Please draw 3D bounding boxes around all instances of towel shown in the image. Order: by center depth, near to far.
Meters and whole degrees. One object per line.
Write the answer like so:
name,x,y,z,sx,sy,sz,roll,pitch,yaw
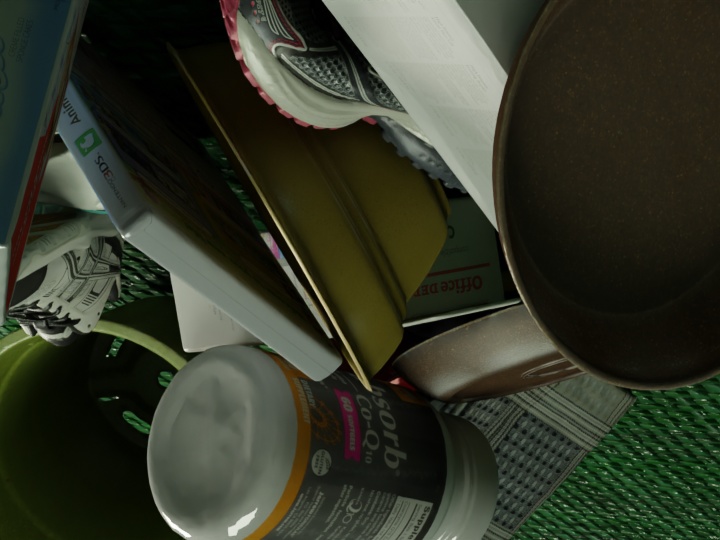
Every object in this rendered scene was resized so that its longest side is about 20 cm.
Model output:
towel,0.087,0.120,1.402,0.035,0.193,0.200,47,-174,38

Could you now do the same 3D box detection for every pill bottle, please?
pill bottle,-0.017,0.116,1.228,0.116,0.117,0.200,-8,163,43

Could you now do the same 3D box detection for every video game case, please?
video game case,-0.100,-0.044,1.070,0.022,0.182,0.200,-39,145,7

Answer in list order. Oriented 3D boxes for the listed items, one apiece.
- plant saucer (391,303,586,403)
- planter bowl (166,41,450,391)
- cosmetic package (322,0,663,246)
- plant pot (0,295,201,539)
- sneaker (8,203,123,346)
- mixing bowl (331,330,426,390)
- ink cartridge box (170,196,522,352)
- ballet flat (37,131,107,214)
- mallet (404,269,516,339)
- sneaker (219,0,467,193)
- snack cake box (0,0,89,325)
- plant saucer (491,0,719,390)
plant saucer,0.118,0.042,1.232,0.200,0.032,0.200,-15,170,-3
planter bowl,-0.012,-0.046,1.041,0.083,0.201,0.200,-30,157,-2
cosmetic package,0.049,-0.095,0.877,0.082,0.051,0.200,10,147,49
plant pot,-0.156,0.101,1.422,0.200,0.201,0.190,8,-164,8
sneaker,-0.180,0.007,1.213,0.075,0.088,0.200,-1,-166,17
mixing bowl,0.001,0.104,1.426,0.108,0.200,0.200,48,-174,37
ink cartridge box,0.000,0.000,1.196,0.200,0.068,0.116,-7,-177,42
ballet flat,-0.208,-0.071,1.195,0.200,0.070,0.069,2,159,30
mallet,0.098,0.010,1.284,0.200,0.041,0.066,-10,151,38
sneaker,0.017,-0.104,0.953,0.200,0.081,0.075,19,143,-39
snack cake box,-0.157,-0.090,0.884,0.067,0.200,0.115,14,160,-8
plant saucer,0.125,-0.052,0.865,0.200,0.201,0.037,26,175,-37
